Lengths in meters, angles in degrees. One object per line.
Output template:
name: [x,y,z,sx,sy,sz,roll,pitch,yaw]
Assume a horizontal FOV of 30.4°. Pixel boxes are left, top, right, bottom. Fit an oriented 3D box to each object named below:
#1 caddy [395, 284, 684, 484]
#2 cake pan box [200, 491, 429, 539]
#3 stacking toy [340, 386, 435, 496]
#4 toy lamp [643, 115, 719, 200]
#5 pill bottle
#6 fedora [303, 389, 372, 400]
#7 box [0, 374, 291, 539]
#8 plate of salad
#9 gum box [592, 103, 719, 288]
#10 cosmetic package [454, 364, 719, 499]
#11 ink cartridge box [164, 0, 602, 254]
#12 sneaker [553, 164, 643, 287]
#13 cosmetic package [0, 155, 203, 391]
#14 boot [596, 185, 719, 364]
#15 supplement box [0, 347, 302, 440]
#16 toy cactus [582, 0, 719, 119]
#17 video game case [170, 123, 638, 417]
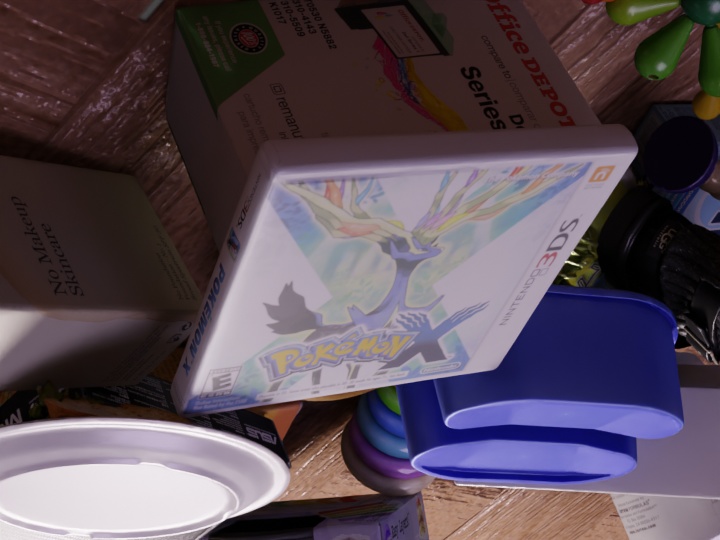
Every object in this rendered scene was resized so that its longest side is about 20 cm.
caddy: [0.112,0.064,0.852,0.197,0.106,0.142,5,148,-17]
cake pan box: [-0.052,0.212,1.026,0.182,0.053,0.200,-8,176,13]
stacking toy: [0.045,0.083,1.022,0.084,0.086,0.201,-8,138,-26]
toy lamp: [0.266,-0.052,0.920,0.058,0.059,0.199,-40,143,22]
pill bottle: [0.241,0.127,1.084,0.113,0.202,0.114,-22,170,-4]
fedora: [0.000,0.000,0.860,0.198,0.082,0.202,-19,145,-14]
box: [-0.175,0.144,0.853,0.192,0.048,0.199,-37,144,18]
plate of salad: [-0.138,0.108,0.737,0.197,0.049,0.201,-3,154,-1]
gum box: [0.267,-0.053,1.010,0.198,0.045,0.171,-5,141,-29]
cosmetic package: [0.175,0.114,0.986,0.197,0.086,0.107,2,-176,17]
ink cartridge box: [0.012,-0.073,0.704,0.198,0.146,0.084,-11,145,-22]
sneaker: [0.141,-0.001,0.943,0.075,0.077,0.201,26,134,4]
cosmetic package: [-0.180,0.001,0.678,0.073,0.104,0.199,-41,159,22]
boot: [0.253,0.034,0.910,0.080,0.157,0.211,-56,150,-2]
supplement box: [-0.144,0.096,0.909,0.198,0.069,0.067,-3,139,-35]
toy cactus: [0.222,-0.176,0.775,0.199,0.103,0.165,23,114,-40]
video game case: [0.019,0.002,0.657,0.198,0.022,0.183,-6,143,-28]
